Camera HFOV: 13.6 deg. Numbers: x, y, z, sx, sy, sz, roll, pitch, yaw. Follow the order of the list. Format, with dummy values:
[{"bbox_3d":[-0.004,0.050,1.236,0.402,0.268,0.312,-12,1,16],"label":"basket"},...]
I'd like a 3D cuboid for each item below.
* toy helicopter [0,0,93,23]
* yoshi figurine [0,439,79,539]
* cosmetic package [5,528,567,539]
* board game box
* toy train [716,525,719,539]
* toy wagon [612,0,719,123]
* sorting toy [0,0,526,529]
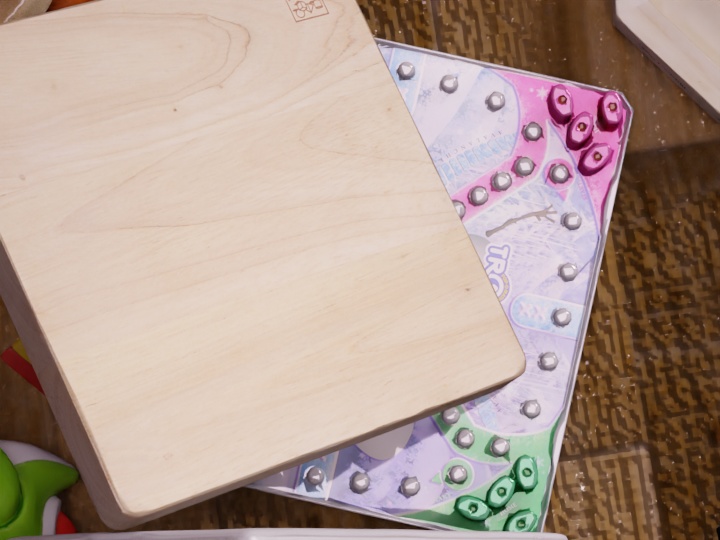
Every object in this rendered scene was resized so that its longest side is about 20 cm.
[{"bbox_3d":[-0.200,-0.175,1.290,0.132,0.079,0.201,-28,75,13],"label":"toy helicopter"},{"bbox_3d":[-0.165,0.143,1.243,0.112,0.112,0.201,-30,87,15],"label":"yoshi figurine"},{"bbox_3d":[-0.030,0.201,1.165,0.166,0.167,0.201,4,83,-39],"label":"cosmetic package"},{"bbox_3d":[0.000,0.000,1.284,0.199,0.026,0.201,13,85,3],"label":"board game box"},{"bbox_3d":[0.207,0.189,1.236,0.113,0.085,0.201,-12,82,-11],"label":"toy train"},{"bbox_3d":[0.200,-0.156,1.285,0.155,0.040,0.200,43,87,5],"label":"toy wagon"},{"bbox_3d":[-0.065,-0.009,1.204,0.199,0.070,0.200,-18,77,-35],"label":"sorting toy"}]
